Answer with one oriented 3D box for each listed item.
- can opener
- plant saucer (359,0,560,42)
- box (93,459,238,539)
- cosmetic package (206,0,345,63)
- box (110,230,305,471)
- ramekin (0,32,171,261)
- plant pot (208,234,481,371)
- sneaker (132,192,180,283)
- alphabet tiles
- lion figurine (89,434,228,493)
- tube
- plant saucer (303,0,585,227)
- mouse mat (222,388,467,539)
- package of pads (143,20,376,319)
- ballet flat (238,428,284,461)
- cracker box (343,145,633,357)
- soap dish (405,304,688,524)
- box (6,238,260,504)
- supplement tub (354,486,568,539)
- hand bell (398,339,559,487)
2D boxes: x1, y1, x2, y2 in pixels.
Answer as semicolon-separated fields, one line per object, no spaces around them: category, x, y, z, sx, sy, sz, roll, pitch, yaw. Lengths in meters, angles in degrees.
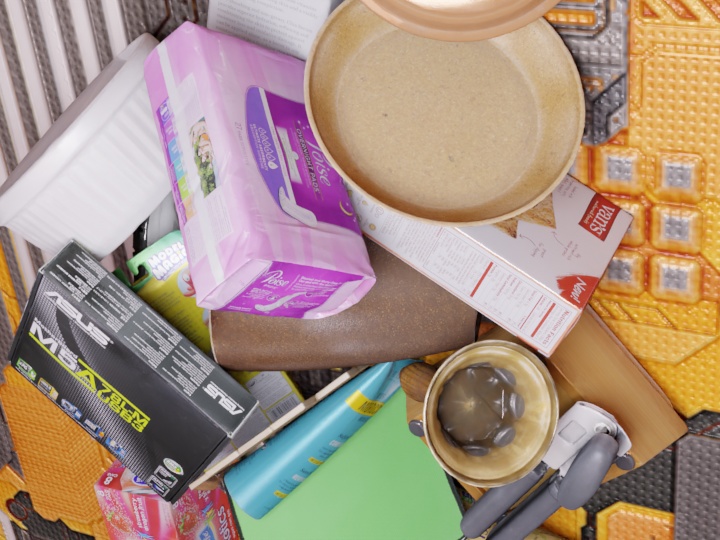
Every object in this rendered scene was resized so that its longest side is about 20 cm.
can opener;0.138;0.175;1.005;0.053;0.067;0.200;38;132;3
plant saucer;0.067;-0.250;0.844;0.198;0.032;0.202;1;114;3
box;-0.198;0.284;1.362;0.099;0.096;0.201;8;124;26
cosmetic package;-0.055;-0.210;0.963;0.101;0.071;0.201;23;129;14
box;-0.150;0.067;1.133;0.117;0.048;0.201;-33;113;-2
ramekin;-0.210;-0.092;1.057;0.094;0.203;0.202;42;133;-17
plant pot;0.000;0.000;1.022;0.198;0.187;0.188;7;125;8
sneaker;-0.151;0.012;1.183;0.114;0.076;0.202;-1;102;-14
alphabet tiles;-0.059;0.124;1.084;0.166;0.200;0.006;-36;86;14
lion figurine;-0.189;0.179;1.266;0.199;0.073;0.123;31;168;24
tube;-0.030;0.137;1.121;0.200;0.077;0.051;-41;77;9
plant saucer;0.057;-0.116;0.899;0.199;0.201;0.035;33;157;6
mouse mat;-0.016;0.205;1.134;0.199;0.162;0.008;-26;149;6
package of pads;-0.071;-0.067;0.882;0.076;0.120;0.201;-38;58;36
ballet flat;-0.102;0.172;1.247;0.069;0.070;0.201;-23;108;38
cracker box;0.091;-0.043;0.950;0.199;0.134;0.058;34;132;5
soap dish;0.144;0.122;1.066;0.158;0.081;0.200;48;132;-7
box;-0.195;0.091;1.060;0.200;0.048;0.193;41;148;-1
supplement tub;0.096;0.280;1.157;0.199;0.146;0.146;23;129;14
hand bell;0.066;0.097;0.998;0.104;0.104;0.200;54;169;-12
